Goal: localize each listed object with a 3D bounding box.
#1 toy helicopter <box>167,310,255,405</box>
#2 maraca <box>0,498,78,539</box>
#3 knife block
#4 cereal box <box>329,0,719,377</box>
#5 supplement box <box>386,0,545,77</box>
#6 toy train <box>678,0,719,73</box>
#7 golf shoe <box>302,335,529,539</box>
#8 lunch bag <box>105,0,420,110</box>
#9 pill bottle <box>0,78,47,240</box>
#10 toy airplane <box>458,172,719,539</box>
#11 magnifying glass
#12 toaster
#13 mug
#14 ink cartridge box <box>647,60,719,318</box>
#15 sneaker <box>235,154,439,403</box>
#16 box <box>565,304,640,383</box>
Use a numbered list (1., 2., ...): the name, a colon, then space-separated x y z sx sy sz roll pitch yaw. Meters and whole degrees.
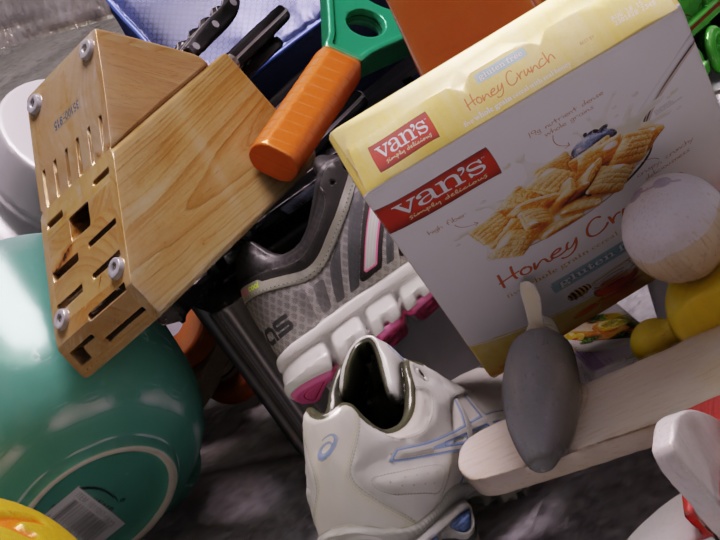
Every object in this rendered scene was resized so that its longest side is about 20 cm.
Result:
1. toy helicopter: -0.145 0.012 1.448 0.132 0.201 0.079 -33 -31 14
2. maraca: -0.160 0.150 1.014 0.137 0.107 0.200 -29 16 -13
3. knife block: -0.065 -0.040 1.198 0.175 0.201 0.064 13 -37 -36
4. cereal box: 0.082 -0.038 1.053 0.144 0.040 0.200 -32 -28 4
5. supplement box: 0.078 -0.121 1.202 0.066 0.069 0.200 -28 -7 19
6. toy train: 0.153 -0.120 1.176 0.042 0.057 0.200 -12 15 30
7. golf shoe: 0.030 0.067 1.131 0.078 0.098 0.200 -13 13 23
8. lunch bag: -0.024 -0.147 1.390 0.200 0.132 0.136 -36 57 -3
9. pill bottle: -0.166 0.009 1.320 0.113 0.201 0.114 15 35 -11
10. toy airplane: 0.145 0.030 1.024 0.200 0.142 0.199 -33 11 -15
11. magnifying glass: -0.002 -0.111 1.231 0.079 0.022 0.200 25 45 7
12. toaster: 0.000 0.000 1.292 0.200 0.119 0.181 -35 10 -5
13. mug: -0.138 0.073 1.216 0.184 0.152 0.115 -11 48 -33
14. ink cartridge box: 0.212 -0.047 1.239 0.144 0.146 0.200 -15 13 15
15. sneaker: 0.023 -0.032 1.156 0.200 0.088 0.074 -41 -9 3
16. box: 0.114 0.038 1.255 0.039 0.042 0.200 -19 13 -5
